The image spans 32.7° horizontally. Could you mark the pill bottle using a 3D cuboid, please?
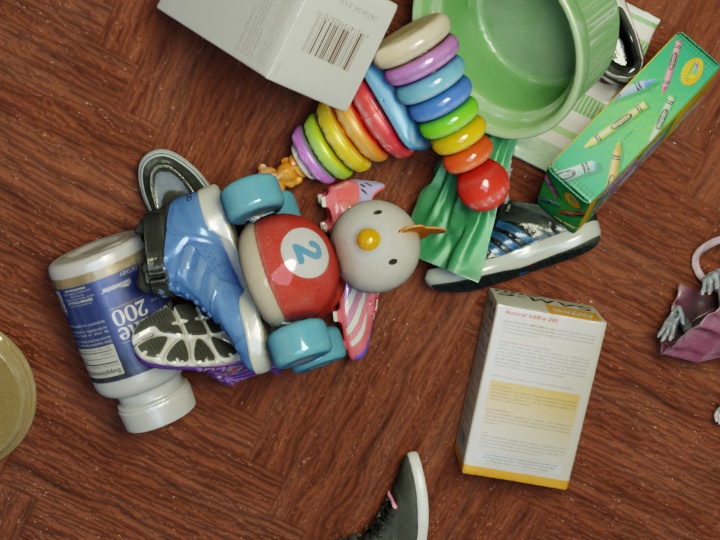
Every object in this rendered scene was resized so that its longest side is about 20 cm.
[{"bbox_3d":[-0.249,0.067,1.319,0.110,0.111,0.201,-19,103,2],"label":"pill bottle"}]

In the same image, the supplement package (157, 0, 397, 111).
[{"bbox_3d":[-0.084,-0.257,1.195,0.117,0.200,0.118,14,107,-48],"label":"supplement package"}]

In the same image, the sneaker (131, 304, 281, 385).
[{"bbox_3d":[-0.149,0.091,1.291,0.199,0.081,0.084,4,132,-36],"label":"sneaker"}]

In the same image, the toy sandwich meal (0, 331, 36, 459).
[{"bbox_3d":[-0.451,0.124,1.349,0.204,0.070,0.207,-2,107,-5],"label":"toy sandwich meal"}]

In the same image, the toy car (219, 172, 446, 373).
[{"bbox_3d":[-0.012,-0.018,1.226,0.199,0.177,0.185,-20,80,5],"label":"toy car"}]

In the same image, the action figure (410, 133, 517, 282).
[{"bbox_3d":[0.120,-0.097,1.299,0.118,0.055,0.201,23,92,31],"label":"action figure"}]

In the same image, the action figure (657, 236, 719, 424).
[{"bbox_3d":[0.430,0.080,1.380,0.199,0.134,0.150,28,58,-21],"label":"action figure"}]

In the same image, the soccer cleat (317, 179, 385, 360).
[{"bbox_3d":[0.000,0.000,1.342,0.076,0.067,0.201,-8,101,-6],"label":"soccer cleat"}]

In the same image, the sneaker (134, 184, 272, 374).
[{"bbox_3d":[-0.164,0.022,1.239,0.111,0.077,0.201,-20,81,0],"label":"sneaker"}]

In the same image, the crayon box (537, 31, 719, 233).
[{"bbox_3d":[0.273,-0.139,1.265,0.058,0.119,0.200,43,82,11],"label":"crayon box"}]

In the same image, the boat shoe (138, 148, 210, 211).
[{"bbox_3d":[-0.176,-0.039,1.318,0.072,0.071,0.201,-28,103,4],"label":"boat shoe"}]

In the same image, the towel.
[{"bbox_3d":[0.217,-0.210,1.322,0.152,0.023,0.201,23,101,-8],"label":"towel"}]

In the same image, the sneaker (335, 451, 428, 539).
[{"bbox_3d":[0.021,0.302,1.407,0.098,0.071,0.201,4,107,-9],"label":"sneaker"}]

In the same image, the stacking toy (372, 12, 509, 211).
[{"bbox_3d":[0.092,-0.149,1.213,0.085,0.085,0.201,-29,107,4],"label":"stacking toy"}]

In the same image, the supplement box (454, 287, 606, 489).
[{"bbox_3d":[0.187,0.132,1.374,0.125,0.074,0.201,11,103,-5],"label":"supplement box"}]

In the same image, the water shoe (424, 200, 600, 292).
[{"bbox_3d":[0.161,-0.034,1.349,0.199,0.072,0.079,-17,76,3],"label":"water shoe"}]

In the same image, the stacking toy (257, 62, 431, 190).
[{"bbox_3d":[-0.031,-0.133,1.298,0.199,0.110,0.116,-32,87,16],"label":"stacking toy"}]

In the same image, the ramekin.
[{"bbox_3d":[0.157,-0.241,1.210,0.098,0.199,0.201,-36,106,-38],"label":"ramekin"}]

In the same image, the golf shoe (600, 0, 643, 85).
[{"bbox_3d":[0.234,-0.283,1.247,0.072,0.092,0.201,-33,100,2],"label":"golf shoe"}]
